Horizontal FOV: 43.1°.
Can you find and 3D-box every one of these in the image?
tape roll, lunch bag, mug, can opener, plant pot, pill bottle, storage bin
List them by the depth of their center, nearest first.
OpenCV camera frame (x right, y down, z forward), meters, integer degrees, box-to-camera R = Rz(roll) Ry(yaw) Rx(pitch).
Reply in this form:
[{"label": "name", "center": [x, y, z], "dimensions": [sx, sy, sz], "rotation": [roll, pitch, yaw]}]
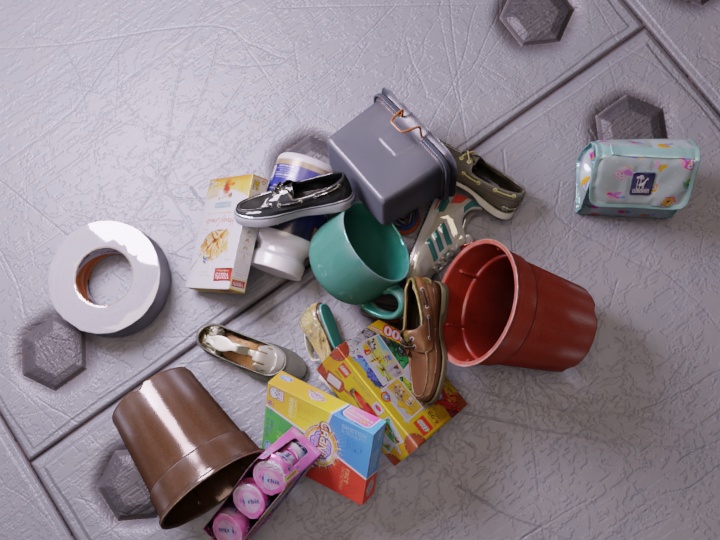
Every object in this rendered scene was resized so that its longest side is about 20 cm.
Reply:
[{"label": "plant pot", "center": [0.254, 0.072, 1.446], "dimensions": [0.195, 0.201, 0.201], "rotation": [16, 80, -29]}, {"label": "storage bin", "center": [0.043, -0.180, 1.481], "dimensions": [0.134, 0.146, 0.200], "rotation": [-35, 67, -15]}, {"label": "plant pot", "center": [-0.288, 0.277, 1.484], "dimensions": [0.200, 0.200, 0.198], "rotation": [-37, 71, -2]}, {"label": "lunch bag", "center": [0.446, -0.156, 1.486], "dimensions": [0.170, 0.200, 0.122], "rotation": [3, 80, 4]}, {"label": "mug", "center": [-0.008, -0.007, 1.500], "dimensions": [0.114, 0.152, 0.185], "rotation": [-36, 48, 34]}, {"label": "can opener", "center": [0.101, 0.076, 1.555], "dimensions": [0.200, 0.067, 0.053], "rotation": [12, 85, 19]}, {"label": "pill bottle", "center": [-0.116, -0.091, 1.564], "dimensions": [0.116, 0.116, 0.200], "rotation": [17, 83, 7]}, {"label": "tape roll", "center": [-0.438, 0.015, 1.597], "dimensions": [0.200, 0.066, 0.201], "rotation": [-1, 79, 4]}]

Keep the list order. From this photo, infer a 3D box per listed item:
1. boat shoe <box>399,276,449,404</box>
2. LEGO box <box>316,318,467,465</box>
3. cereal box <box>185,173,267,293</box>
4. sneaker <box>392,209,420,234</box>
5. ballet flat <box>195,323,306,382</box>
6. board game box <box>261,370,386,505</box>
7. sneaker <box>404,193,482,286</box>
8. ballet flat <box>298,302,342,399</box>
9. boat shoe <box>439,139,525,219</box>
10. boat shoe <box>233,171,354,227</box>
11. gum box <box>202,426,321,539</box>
[{"label": "boat shoe", "center": [0.091, 0.109, 1.438], "dimensions": [0.068, 0.072, 0.200], "rotation": [15, 68, -33]}, {"label": "LEGO box", "center": [0.052, 0.188, 1.481], "dimensions": [0.200, 0.077, 0.149], "rotation": [50, 45, 9]}, {"label": "cereal box", "center": [-0.230, -0.061, 1.564], "dimensions": [0.144, 0.039, 0.200], "rotation": [-1, 75, 50]}, {"label": "sneaker", "center": [0.048, -0.162, 1.581], "dimensions": [0.075, 0.078, 0.200], "rotation": [-29, 79, -1]}, {"label": "ballet flat", "center": [-0.190, 0.144, 1.554], "dimensions": [0.200, 0.064, 0.067], "rotation": [20, 82, 7]}, {"label": "board game box", "center": [-0.063, 0.268, 1.467], "dimensions": [0.200, 0.040, 0.153], "rotation": [22, 123, 23]}, {"label": "sneaker", "center": [0.143, -0.040, 1.555], "dimensions": [0.093, 0.070, 0.200], "rotation": [20, 80, 14]}, {"label": "ballet flat", "center": [-0.051, 0.153, 1.547], "dimensions": [0.071, 0.071, 0.200], "rotation": [-24, 79, 0]}, {"label": "boat shoe", "center": [0.192, -0.171, 1.567], "dimensions": [0.202, 0.072, 0.060], "rotation": [38, 130, 6]}, {"label": "boat shoe", "center": [-0.110, -0.119, 1.466], "dimensions": [0.200, 0.057, 0.069], "rotation": [-10, 39, 6]}, {"label": "gum box", "center": [-0.153, 0.346, 1.446], "dimensions": [0.066, 0.113, 0.200], "rotation": [41, 118, 9]}]
